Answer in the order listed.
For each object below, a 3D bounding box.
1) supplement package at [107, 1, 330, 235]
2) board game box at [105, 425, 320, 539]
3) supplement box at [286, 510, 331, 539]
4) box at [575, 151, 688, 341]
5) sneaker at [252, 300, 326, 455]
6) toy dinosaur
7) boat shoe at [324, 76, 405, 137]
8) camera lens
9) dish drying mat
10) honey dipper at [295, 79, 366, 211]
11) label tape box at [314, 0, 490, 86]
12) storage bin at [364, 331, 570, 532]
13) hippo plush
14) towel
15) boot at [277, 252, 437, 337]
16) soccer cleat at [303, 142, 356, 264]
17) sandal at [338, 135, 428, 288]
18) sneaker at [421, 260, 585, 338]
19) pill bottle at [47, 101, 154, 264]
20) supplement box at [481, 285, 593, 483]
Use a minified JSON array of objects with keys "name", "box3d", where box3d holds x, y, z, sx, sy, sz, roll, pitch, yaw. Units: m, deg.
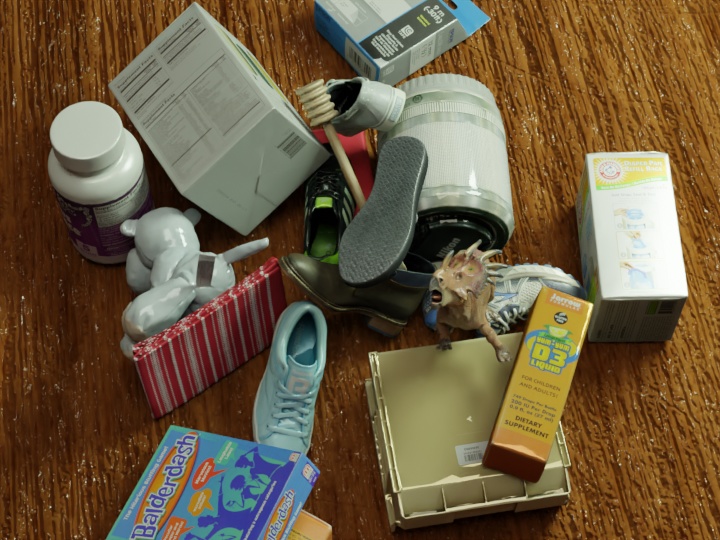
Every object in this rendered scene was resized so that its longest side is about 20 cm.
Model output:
[{"name":"supplement package","box3d":[-0.170,-0.181,1.663,0.150,0.152,0.200,-42,60,8]},{"name":"board game box","box3d":[-0.159,0.252,1.469,0.199,0.045,0.153,4,56,38]},{"name":"supplement box","box3d":[-0.104,0.349,1.447,0.068,0.067,0.201,24,63,12]},{"name":"box","box3d":[0.320,-0.029,1.644,0.100,0.113,0.202,-1,60,0]},{"name":"sneaker","box3d":[-0.079,0.130,1.543,0.073,0.082,0.202,6,81,-8]},{"name":"toy dinosaur","box3d":[0.118,0.014,1.513,0.085,0.137,0.200,-4,23,4]},{"name":"boat shoe","box3d":[-0.012,-0.208,1.680,0.071,0.201,0.071,23,86,-22]},{"name":"camera lens","box3d":[0.100,-0.113,1.661,0.158,0.160,0.202,-2,61,-2]},{"name":"dish drying mat","box3d":[-0.018,-0.095,1.731,0.076,0.018,0.202,-8,61,-4]},{"name":"honey dipper","box3d":[-0.019,-0.129,1.643,0.038,0.038,0.201,-29,103,-16]},{"name":"label tape box","box3d":[0.057,-0.346,1.845,0.199,0.066,0.143,-35,67,-17]},{"name":"storage bin","box3d":[0.118,0.181,1.537,0.198,0.094,0.200,-7,62,-6]},{"name":"hippo plush","box3d":[-0.228,0.005,1.586,0.158,0.201,0.161,-16,51,-34]},{"name":"towel","box3d":[-0.164,0.078,1.561,0.199,0.145,0.022,-33,60,-18]},{"name":"boot","box3d":[0.000,0.000,1.574,0.097,0.199,0.075,-48,44,17]},{"name":"soccer cleat","box3d":[-0.038,-0.078,1.664,0.067,0.081,0.202,0,61,3]},{"name":"sandal","box3d":[0.035,-0.060,1.545,0.075,0.043,0.201,11,59,22]},{"name":"sneaker","box3d":[0.166,0.044,1.632,0.198,0.077,0.086,1,65,11]},{"name":"pill bottle","box3d":[-0.306,-0.104,1.625,0.111,0.201,0.113,-1,57,1]},{"name":"supplement box","box3d":[0.191,0.120,1.482,0.066,0.069,0.201,18,60,6]}]
